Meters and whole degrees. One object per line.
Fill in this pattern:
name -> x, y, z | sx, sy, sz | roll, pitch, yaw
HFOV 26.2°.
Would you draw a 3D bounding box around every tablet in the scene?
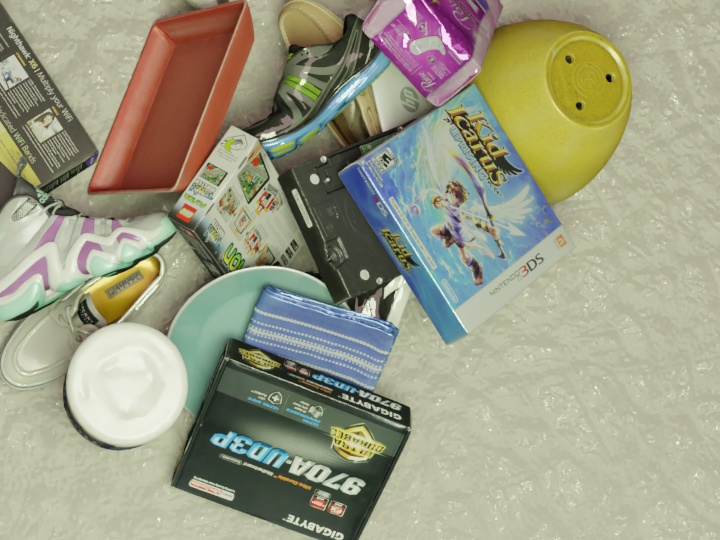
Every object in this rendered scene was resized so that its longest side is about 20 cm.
tablet -> 0.062, -0.180, 1.638 | 0.129, 0.014, 0.202 | -7, 82, -44

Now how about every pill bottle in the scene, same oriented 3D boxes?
pill bottle -> -0.226, 0.114, 1.468 | 0.110, 0.200, 0.112 | 2, 81, -12

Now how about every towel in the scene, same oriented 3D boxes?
towel -> -0.058, 0.120, 1.541 | 0.144, 0.024, 0.201 | 17, 113, -9

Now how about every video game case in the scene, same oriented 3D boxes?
video game case -> 0.100, -0.059, 1.538 | 0.181, 0.045, 0.201 | -36, 95, -36

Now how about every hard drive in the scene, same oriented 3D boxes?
hard drive -> 0.027, -0.064, 1.542 | 0.199, 0.038, 0.141 | -25, 89, -35

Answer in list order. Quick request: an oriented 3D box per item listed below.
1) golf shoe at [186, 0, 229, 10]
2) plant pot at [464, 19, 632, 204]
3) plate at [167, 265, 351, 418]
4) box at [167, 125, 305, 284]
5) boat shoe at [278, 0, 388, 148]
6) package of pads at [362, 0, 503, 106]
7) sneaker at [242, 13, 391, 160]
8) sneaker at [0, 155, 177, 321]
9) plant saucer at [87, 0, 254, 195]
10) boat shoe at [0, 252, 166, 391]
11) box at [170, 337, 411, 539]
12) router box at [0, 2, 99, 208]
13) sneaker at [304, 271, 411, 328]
golf shoe -> -0.216, -0.329, 1.605 | 0.092, 0.073, 0.200 | -39, 81, -8
plant pot -> 0.205, -0.179, 1.620 | 0.198, 0.142, 0.202 | 3, 80, -20
plate -> -0.097, 0.081, 1.551 | 0.198, 0.026, 0.202 | -3, 117, -6
box -> -0.114, -0.045, 1.521 | 0.035, 0.200, 0.110 | 28, 75, 24
boat shoe -> -0.025, -0.194, 1.613 | 0.201, 0.071, 0.064 | 54, 37, -2
package of pads -> 0.078, -0.264, 1.585 | 0.076, 0.200, 0.121 | -38, 104, 29
sneaker -> -0.057, -0.180, 1.549 | 0.199, 0.071, 0.083 | -42, 91, -12
sneaker -> -0.286, -0.051, 1.490 | 0.199, 0.078, 0.141 | -24, 89, -3
plant saucer -> -0.182, -0.161, 1.533 | 0.037, 0.199, 0.201 | 26, 77, -31
boat shoe -> -0.274, 0.046, 1.535 | 0.199, 0.070, 0.071 | -35, 90, -15
box -> -0.069, 0.174, 1.533 | 0.198, 0.046, 0.160 | 22, 113, -8
router box -> -0.381, -0.155, 1.550 | 0.157, 0.052, 0.201 | -33, 90, -15
sneaker -> 0.000, 0.000, 1.599 | 0.111, 0.073, 0.202 | 21, 79, -10
